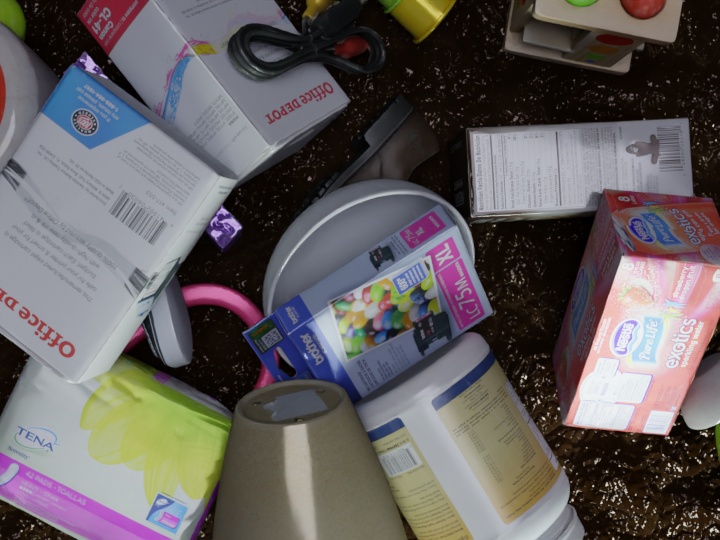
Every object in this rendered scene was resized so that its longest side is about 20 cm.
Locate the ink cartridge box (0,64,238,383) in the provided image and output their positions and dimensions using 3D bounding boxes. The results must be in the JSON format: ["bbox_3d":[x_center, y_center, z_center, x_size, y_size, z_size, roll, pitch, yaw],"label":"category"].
[{"bbox_3d":[-0.215,-0.036,0.863,0.146,0.086,0.201,36,97,3],"label":"ink cartridge box"}]

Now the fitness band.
[{"bbox_3d":[-0.166,0.103,0.992,0.199,0.037,0.144,-39,91,-5],"label":"fitness band"}]

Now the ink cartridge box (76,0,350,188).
[{"bbox_3d":[-0.124,-0.184,0.941,0.085,0.147,0.201,-35,93,37],"label":"ink cartridge box"}]

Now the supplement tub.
[{"bbox_3d":[0.095,0.173,0.955,0.143,0.144,0.201,-31,91,-4],"label":"supplement tub"}]

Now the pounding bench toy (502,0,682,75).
[{"bbox_3d":[0.175,-0.268,0.964,0.197,0.156,0.126,10,88,-3],"label":"pounding bench toy"}]

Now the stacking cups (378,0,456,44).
[{"bbox_3d":[-0.004,-0.293,0.984,0.199,0.060,0.061,39,86,-12],"label":"stacking cups"}]

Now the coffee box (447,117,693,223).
[{"bbox_3d":[0.185,-0.089,0.983,0.197,0.114,0.081,-3,89,-3],"label":"coffee box"}]

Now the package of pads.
[{"bbox_3d":[-0.213,0.153,0.937,0.198,0.068,0.156,26,86,-1],"label":"package of pads"}]

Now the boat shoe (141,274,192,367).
[{"bbox_3d":[-0.203,0.002,0.954,0.067,0.072,0.202,-23,69,-1],"label":"boat shoe"}]

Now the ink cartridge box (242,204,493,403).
[{"bbox_3d":[0.010,0.044,0.927,0.199,0.042,0.120,-31,133,-2],"label":"ink cartridge box"}]

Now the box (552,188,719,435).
[{"bbox_3d":[0.239,0.039,0.942,0.101,0.095,0.202,5,130,-3],"label":"box"}]

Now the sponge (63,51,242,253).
[{"bbox_3d":[-0.178,-0.099,0.958,0.030,0.112,0.200,-42,92,-5],"label":"sponge"}]

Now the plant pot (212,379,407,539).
[{"bbox_3d":[-0.045,0.201,0.898,0.185,0.187,0.203,-6,106,-4],"label":"plant pot"}]

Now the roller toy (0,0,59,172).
[{"bbox_3d":[-0.347,-0.122,0.933,0.198,0.140,0.184,-28,81,0],"label":"roller toy"}]

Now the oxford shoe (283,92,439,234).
[{"bbox_3d":[-0.002,-0.060,0.991,0.084,0.073,0.200,42,90,-11],"label":"oxford shoe"}]

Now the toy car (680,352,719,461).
[{"bbox_3d":[0.396,0.120,0.955,0.200,0.150,0.176,-40,95,-36],"label":"toy car"}]

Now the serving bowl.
[{"bbox_3d":[0.000,0.000,0.958,0.198,0.066,0.202,-16,131,-19],"label":"serving bowl"}]

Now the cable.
[{"bbox_3d":[-0.045,-0.195,0.950,0.200,0.050,0.098,-43,109,-43],"label":"cable"}]
